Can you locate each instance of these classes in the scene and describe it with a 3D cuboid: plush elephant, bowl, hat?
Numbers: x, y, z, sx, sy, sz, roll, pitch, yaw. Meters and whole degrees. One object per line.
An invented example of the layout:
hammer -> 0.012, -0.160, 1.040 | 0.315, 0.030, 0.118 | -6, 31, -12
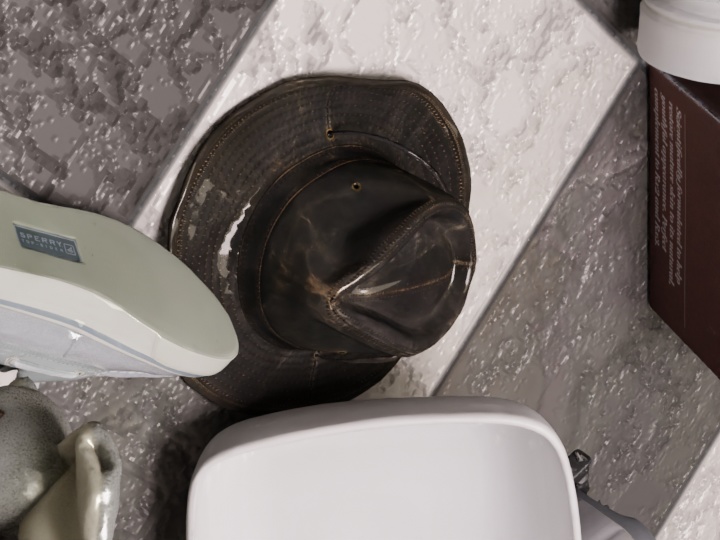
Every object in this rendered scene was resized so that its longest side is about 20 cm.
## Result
plush elephant -> -0.180, 0.099, 0.990 | 0.200, 0.165, 0.155 | 36, 73, -25
bowl -> 0.011, 0.152, 1.232 | 0.199, 0.075, 0.200 | -5, 113, -3
hat -> 0.000, 0.000, 1.187 | 0.200, 0.081, 0.201 | -20, 124, -34

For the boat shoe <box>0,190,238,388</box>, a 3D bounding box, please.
boat shoe -> -0.145, 0.015, 1.080 | 0.201, 0.070, 0.071 | 21, 127, -43

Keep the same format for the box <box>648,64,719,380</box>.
box -> 0.283, -0.034, 1.330 | 0.199, 0.164, 0.166 | -12, 121, -15

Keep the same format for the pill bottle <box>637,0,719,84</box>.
pill bottle -> 0.201, -0.206, 1.246 | 0.113, 0.113, 0.201 | -16, 120, -36

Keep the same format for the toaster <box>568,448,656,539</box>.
toaster -> 0.108, 0.214, 1.369 | 0.129, 0.114, 0.200 | -35, 130, -22
